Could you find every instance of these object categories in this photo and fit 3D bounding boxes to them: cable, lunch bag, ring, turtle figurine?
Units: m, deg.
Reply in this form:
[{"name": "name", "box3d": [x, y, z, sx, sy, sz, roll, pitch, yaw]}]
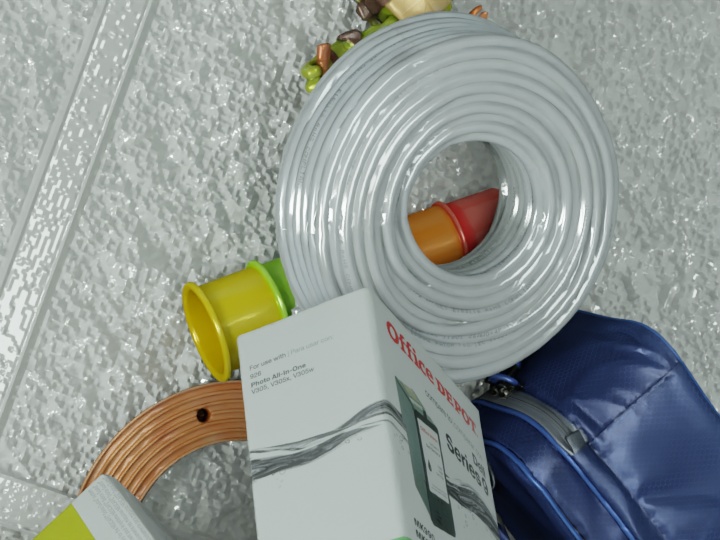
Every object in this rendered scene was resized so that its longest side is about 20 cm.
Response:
[{"name": "cable", "box3d": [0.048, -0.038, 1.317, 0.199, 0.069, 0.201, -22, 112, -21]}, {"name": "lunch bag", "box3d": [0.139, 0.125, 1.375, 0.132, 0.136, 0.200, -43, 106, -13]}, {"name": "ring", "box3d": [-0.071, 0.162, 1.373, 0.199, 0.019, 0.202, 0, 91, -17]}, {"name": "turtle figurine", "box3d": [0.027, -0.176, 1.374, 0.200, 0.064, 0.162, -36, 94, -5]}]

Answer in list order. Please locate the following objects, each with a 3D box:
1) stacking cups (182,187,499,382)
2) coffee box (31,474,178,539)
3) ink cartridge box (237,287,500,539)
[{"name": "stacking cups", "box3d": [0.000, 0.000, 1.369, 0.199, 0.060, 0.061, -22, 98, -16]}, {"name": "coffee box", "box3d": [-0.113, 0.267, 1.229, 0.198, 0.200, 0.200, -43, 122, -4]}, {"name": "ink cartridge box", "box3d": [0.011, 0.132, 1.225, 0.084, 0.201, 0.146, -21, 141, 17]}]
